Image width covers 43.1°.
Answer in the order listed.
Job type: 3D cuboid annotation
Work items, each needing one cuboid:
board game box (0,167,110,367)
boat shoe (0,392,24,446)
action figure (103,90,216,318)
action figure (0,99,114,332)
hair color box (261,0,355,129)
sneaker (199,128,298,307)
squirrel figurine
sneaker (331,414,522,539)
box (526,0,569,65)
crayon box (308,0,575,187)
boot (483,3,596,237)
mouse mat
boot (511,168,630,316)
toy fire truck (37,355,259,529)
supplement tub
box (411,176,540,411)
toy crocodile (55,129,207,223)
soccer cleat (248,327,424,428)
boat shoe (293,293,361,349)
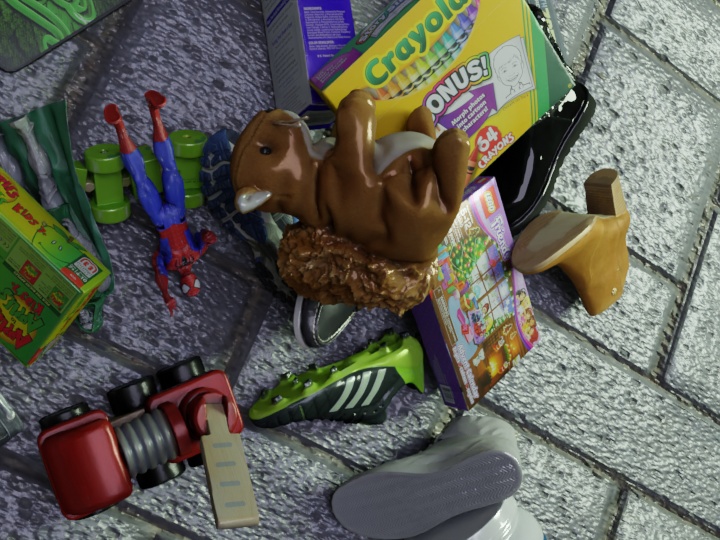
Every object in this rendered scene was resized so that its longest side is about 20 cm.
[{"bbox_3d":[-0.319,-0.027,0.770,0.200,0.102,0.048,44,25,-4],"label":"board game box"},{"bbox_3d":[-0.356,0.063,0.776,0.067,0.071,0.203,-32,94,-27],"label":"boat shoe"},{"bbox_3d":[-0.169,-0.045,0.819,0.064,0.099,0.203,-21,130,-15],"label":"action figure"},{"bbox_3d":[-0.274,-0.036,0.812,0.116,0.055,0.204,-14,110,18],"label":"action figure"},{"bbox_3d":[-0.054,-0.254,0.920,0.063,0.109,0.205,-9,88,-22],"label":"hair color box"},{"bbox_3d":[-0.086,-0.061,0.893,0.086,0.076,0.202,-51,131,-32],"label":"sneaker"},{"bbox_3d":[-0.021,-0.051,0.781,0.182,0.142,0.204,1,115,-11],"label":"squirrel figurine"},{"bbox_3d":[0.072,0.210,0.943,0.196,0.116,0.075,-16,99,13],"label":"sneaker"},{"bbox_3d":[0.146,-0.298,1.042,0.155,0.051,0.205,-15,89,-24],"label":"box"},{"bbox_3d":[0.079,-0.178,0.862,0.200,0.058,0.173,-42,121,2],"label":"crayon box"},{"bbox_3d":[0.156,-0.156,0.975,0.157,0.079,0.214,37,80,-44],"label":"boot"},{"bbox_3d":[-0.330,-0.309,0.864,0.160,0.008,0.202,-39,101,-22],"label":"mouse mat"},{"bbox_3d":[0.245,-0.005,1.013,0.200,0.070,0.146,-40,126,-33],"label":"boot"},{"bbox_3d":[-0.171,0.159,0.774,0.173,0.199,0.131,-20,91,-23],"label":"toy fire truck"},{"bbox_3d":[0.142,0.333,0.920,0.143,0.144,0.203,-33,97,-22],"label":"supplement tub"},{"bbox_3d":[0.114,0.023,0.955,0.136,0.039,0.203,-37,118,-33],"label":"box"},{"bbox_3d":[-0.203,-0.095,0.868,0.196,0.062,0.069,-12,125,-23],"label":"toy crocodile"},{"bbox_3d":[-0.017,0.127,0.921,0.197,0.067,0.083,-21,105,-24],"label":"soccer cleat"},{"bbox_3d":[0.000,0.000,0.909,0.201,0.059,0.075,-55,142,-39],"label":"boat shoe"}]
